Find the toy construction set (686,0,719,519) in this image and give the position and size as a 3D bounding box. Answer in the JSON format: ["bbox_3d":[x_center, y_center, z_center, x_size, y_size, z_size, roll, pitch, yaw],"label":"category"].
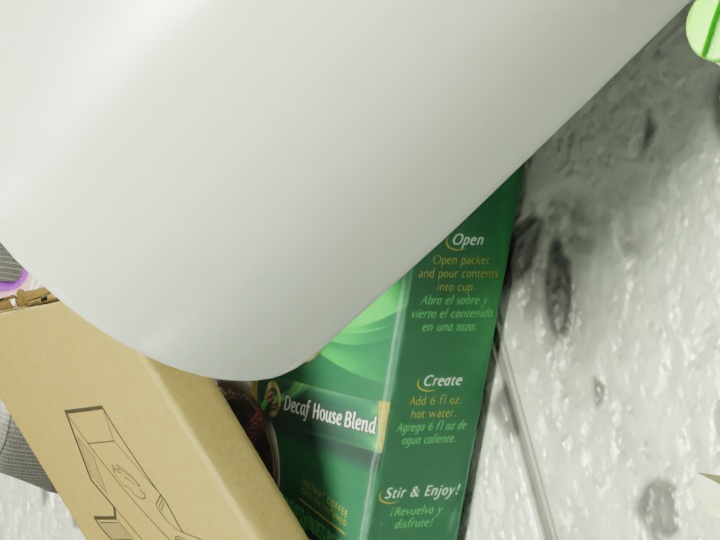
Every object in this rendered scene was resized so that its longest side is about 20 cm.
[{"bbox_3d":[0.129,-0.005,0.655,0.131,0.092,0.201,13,111,34],"label":"toy construction set"}]

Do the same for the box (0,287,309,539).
[{"bbox_3d":[-0.063,0.093,0.953,0.201,0.021,0.163,60,155,-9],"label":"box"}]

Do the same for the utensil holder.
[{"bbox_3d":[-0.010,-0.090,0.767,0.200,0.170,0.170,-44,51,29],"label":"utensil holder"}]

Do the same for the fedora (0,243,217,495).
[{"bbox_3d":[-0.135,0.027,1.113,0.177,0.090,0.200,-61,41,40],"label":"fedora"}]

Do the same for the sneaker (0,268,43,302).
[{"bbox_3d":[-0.084,-0.040,0.998,0.088,0.080,0.201,32,113,20],"label":"sneaker"}]

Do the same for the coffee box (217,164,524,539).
[{"bbox_3d":[0.000,0.000,0.925,0.123,0.044,0.201,35,119,55],"label":"coffee box"}]
